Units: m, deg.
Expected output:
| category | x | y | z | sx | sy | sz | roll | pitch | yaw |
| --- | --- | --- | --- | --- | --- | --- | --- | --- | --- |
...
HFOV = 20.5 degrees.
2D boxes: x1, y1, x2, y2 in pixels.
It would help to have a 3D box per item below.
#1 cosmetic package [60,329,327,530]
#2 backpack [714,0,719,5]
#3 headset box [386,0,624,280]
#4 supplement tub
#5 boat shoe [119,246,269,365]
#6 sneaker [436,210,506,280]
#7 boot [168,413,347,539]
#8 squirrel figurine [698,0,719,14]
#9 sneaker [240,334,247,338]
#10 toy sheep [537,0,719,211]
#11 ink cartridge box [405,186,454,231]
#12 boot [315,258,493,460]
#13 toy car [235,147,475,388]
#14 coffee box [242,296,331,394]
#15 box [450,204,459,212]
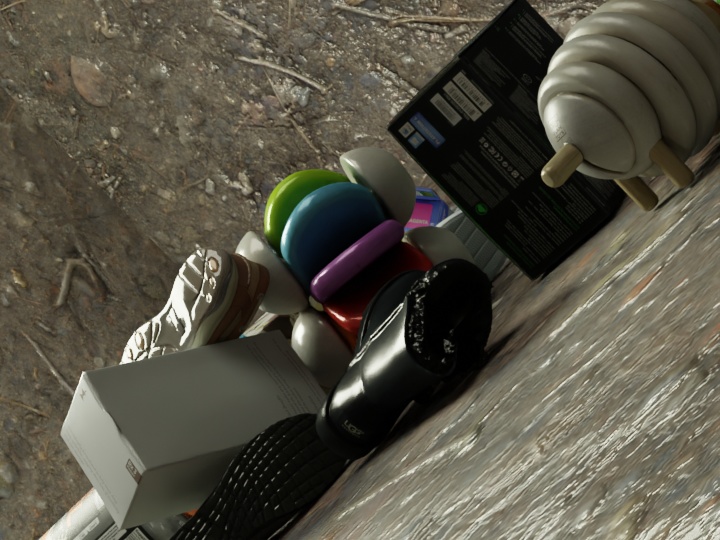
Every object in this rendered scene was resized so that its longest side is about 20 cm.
| category | x | y | z | sx | sy | sz | roll | pitch | yaw |
| --- | --- | --- | --- | --- | --- | --- | --- | --- | --- |
| cosmetic package | -0.130 | 0.128 | 1.639 | 0.200 | 0.113 | 0.081 | -11 | -39 | -35 |
| backpack | 0.347 | -0.339 | 1.734 | 0.200 | 0.147 | 0.183 | -49 | 44 | 6 |
| headset box | 0.138 | -0.116 | 1.634 | 0.093 | 0.174 | 0.200 | -42 | 5 | 30 |
| supplement tub | -0.206 | 0.246 | 1.777 | 0.200 | 0.123 | 0.123 | -43 | 3 | 16 |
| boat shoe | -0.141 | 0.063 | 1.708 | 0.072 | 0.076 | 0.200 | 6 | -44 | -40 |
| sneaker | 0.061 | 0.014 | 1.838 | 0.200 | 0.073 | 0.071 | -45 | 6 | -11 |
| boot | -0.099 | 0.199 | 1.610 | 0.200 | 0.068 | 0.131 | -42 | -6 | -19 |
| squirrel figurine | 0.367 | -0.332 | 1.910 | 0.187 | 0.142 | 0.200 | -33 | 15 | 33 |
| sneaker | -0.150 | 0.121 | 1.805 | 0.200 | 0.081 | 0.077 | -35 | 28 | 36 |
| toy sheep | 0.193 | -0.123 | 1.399 | 0.200 | 0.138 | 0.138 | -46 | 4 | -32 |
| ink cartridge box | 0.036 | -0.042 | 1.920 | 0.200 | 0.119 | 0.042 | 46 | -127 | -68 |
| boot | 0.054 | 0.041 | 1.525 | 0.168 | 0.076 | 0.200 | -46 | 8 | 47 |
| toy car | 0.000 | 0.000 | 1.712 | 0.175 | 0.200 | 0.150 | -38 | 7 | -5 |
| coffee box | -0.040 | 0.073 | 1.880 | 0.080 | 0.113 | 0.200 | -34 | 7 | 38 |
| box | 0.123 | -0.050 | 2.104 | 0.158 | 0.050 | 0.200 | -42 | 4 | 29 |
